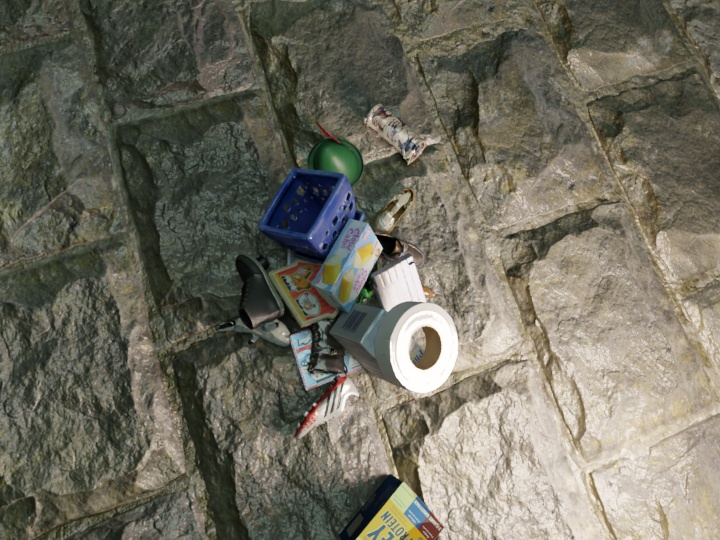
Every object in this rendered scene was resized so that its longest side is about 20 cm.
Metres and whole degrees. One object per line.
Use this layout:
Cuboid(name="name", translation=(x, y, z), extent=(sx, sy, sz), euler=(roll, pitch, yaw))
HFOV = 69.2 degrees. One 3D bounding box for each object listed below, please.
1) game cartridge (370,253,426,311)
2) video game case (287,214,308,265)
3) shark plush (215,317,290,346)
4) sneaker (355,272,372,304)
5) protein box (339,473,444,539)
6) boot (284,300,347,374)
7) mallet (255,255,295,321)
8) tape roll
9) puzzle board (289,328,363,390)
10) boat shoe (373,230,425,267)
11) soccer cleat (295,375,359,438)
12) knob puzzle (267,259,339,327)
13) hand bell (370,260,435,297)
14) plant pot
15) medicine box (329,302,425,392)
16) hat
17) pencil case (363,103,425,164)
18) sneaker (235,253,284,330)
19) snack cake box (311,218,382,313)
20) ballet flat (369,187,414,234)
Cuboid(name="game cartridge", translation=(0.109, 0.070, 1.409), extent=(0.127, 0.038, 0.204), euler=(-25, 116, -10))
Cuboid(name="video game case", translation=(-0.118, -0.059, 1.481), extent=(0.176, 0.023, 0.207), euler=(0, 75, -6))
Cuboid(name="shark plush", translation=(-0.284, 0.162, 1.380), extent=(0.194, 0.091, 0.086), euler=(-2, 112, -13))
Cuboid(name="sneaker", translation=(0.000, 0.000, 1.426), extent=(0.077, 0.084, 0.205), euler=(22, 52, -43))
Cuboid(name="protein box", translation=(0.066, 0.610, 1.222), extent=(0.135, 0.200, 0.198), euler=(44, 75, 7))
Cuboid(name="boot", translation=(-0.117, 0.180, 1.372), extent=(0.194, 0.069, 0.179), euler=(11, 71, -4))
Cuboid(name="mallet", translation=(-0.230, 0.046, 1.435), extent=(0.066, 0.041, 0.200), euler=(-44, 87, -10))
Cuboid(name="tape roll", translation=(0.131, 0.175, 1.216), extent=(0.197, 0.070, 0.210), euler=(-1, 92, -30))
Cuboid(name="puzzle board", translation=(-0.079, 0.215, 1.413), extent=(0.195, 0.017, 0.154), euler=(-19, 77, -10))
Cuboid(name="boat shoe", translation=(0.096, -0.056, 1.464), extent=(0.194, 0.072, 0.074), euler=(17, 88, -11))
Cuboid(name="soccer cleat", translation=(-0.086, 0.363, 1.346), extent=(0.085, 0.069, 0.200), euler=(42, 73, 2))
Cuboid(name="knob puzzle", translation=(-0.119, 0.042, 1.382), extent=(0.213, 0.031, 0.224), euler=(14, 47, -15))
Cuboid(name="hand bell", translation=(0.118, 0.044, 1.459), extent=(0.194, 0.104, 0.107), euler=(14, 73, -16))
Cuboid(name="plant pot", translation=(-0.115, -0.129, 1.375), extent=(0.196, 0.180, 0.204), euler=(14, 68, 37))
Cuboid(name="medicine box", translation=(0.048, 0.189, 1.313), extent=(0.200, 0.181, 0.104), euler=(45, 72, -22))
Cuboid(name="hat", translation=(-0.078, -0.345, 1.483), extent=(0.194, 0.176, 0.171), euler=(10, 73, -3))
Cuboid(name="pencil case", translation=(0.101, -0.413, 1.573), extent=(0.199, 0.078, 0.090), euler=(41, 55, 5))
Cuboid(name="sneaker", translation=(-0.288, 0.049, 1.343), extent=(0.105, 0.075, 0.202), euler=(-25, 71, -40))
Cuboid(name="snack cake box", translation=(-0.030, -0.012, 1.325), extent=(0.066, 0.115, 0.203), euler=(16, 68, 34))
Cuboid(name="ballet flat", translation=(0.090, -0.168, 1.511), extent=(0.070, 0.065, 0.202), euler=(37, 75, 3))
